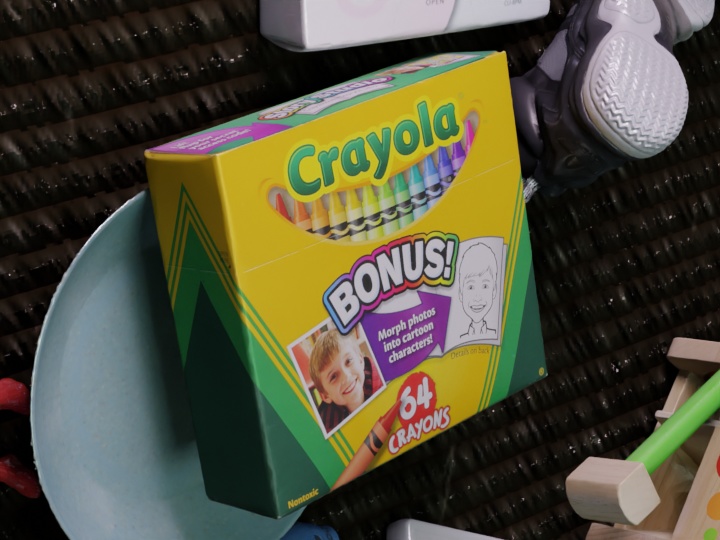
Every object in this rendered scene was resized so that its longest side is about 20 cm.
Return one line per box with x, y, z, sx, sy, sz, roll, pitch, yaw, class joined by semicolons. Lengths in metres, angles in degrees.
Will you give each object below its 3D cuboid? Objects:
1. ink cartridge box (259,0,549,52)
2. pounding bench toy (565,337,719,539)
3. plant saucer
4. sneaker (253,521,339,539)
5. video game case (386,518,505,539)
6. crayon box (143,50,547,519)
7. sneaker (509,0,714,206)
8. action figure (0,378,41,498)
0.023;-0.217;1.015;0.162;0.057;0.202;-12;114;-35;ink cartridge box
0.217;0.108;1.191;0.200;0.124;0.157;39;69;-38;pounding bench toy
-0.087;0.051;0.993;0.200;0.039;0.203;-11;105;-44;plant saucer
-0.036;0.228;1.072;0.078;0.066;0.202;-10;108;-40;sneaker
0.085;0.251;1.145;0.181;0.024;0.202;18;62;-40;video game case
0.000;0.000;1.002;0.199;0.058;0.174;-24;113;-42;crayon box
0.121;-0.115;1.104;0.075;0.114;0.201;41;40;-20;sneaker
-0.233;0.094;0.894;0.199;0.052;0.066;-13;113;-33;action figure
